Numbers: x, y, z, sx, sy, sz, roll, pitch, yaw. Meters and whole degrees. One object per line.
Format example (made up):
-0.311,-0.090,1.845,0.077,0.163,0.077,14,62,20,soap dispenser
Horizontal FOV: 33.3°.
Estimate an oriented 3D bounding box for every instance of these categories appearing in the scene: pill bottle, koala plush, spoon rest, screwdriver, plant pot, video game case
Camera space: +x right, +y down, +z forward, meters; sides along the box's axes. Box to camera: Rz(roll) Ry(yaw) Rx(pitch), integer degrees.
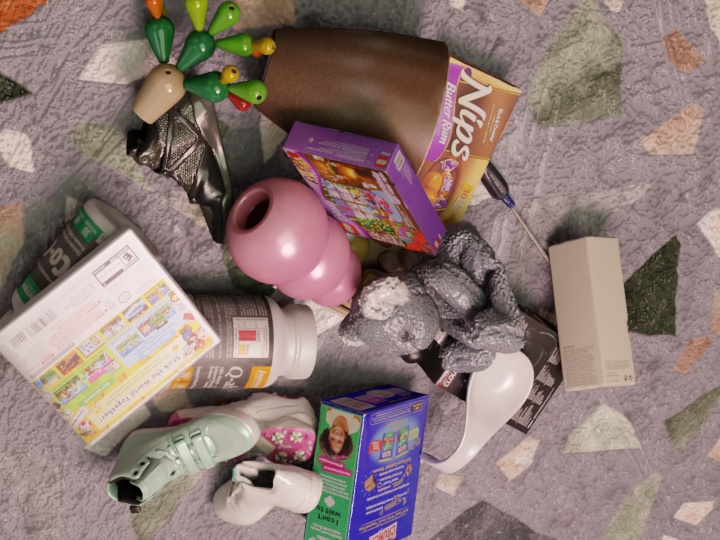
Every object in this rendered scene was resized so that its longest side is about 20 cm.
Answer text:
-0.160,0.088,1.504,0.197,0.116,0.118,2,110,-21,pill bottle
0.073,0.043,1.497,0.197,0.177,0.187,-12,77,-15,koala plush
-0.335,0.026,1.414,0.113,0.113,0.201,38,94,-29,pill bottle
0.159,0.192,1.613,0.099,0.061,0.201,30,100,-29,spoon rest
0.214,-0.077,1.631,0.200,0.028,0.029,46,62,-31,screwdriver
-0.020,-0.207,1.416,0.197,0.187,0.190,15,106,-13,plant pot
-0.288,0.076,1.375,0.199,0.023,0.183,-38,118,-4,video game case

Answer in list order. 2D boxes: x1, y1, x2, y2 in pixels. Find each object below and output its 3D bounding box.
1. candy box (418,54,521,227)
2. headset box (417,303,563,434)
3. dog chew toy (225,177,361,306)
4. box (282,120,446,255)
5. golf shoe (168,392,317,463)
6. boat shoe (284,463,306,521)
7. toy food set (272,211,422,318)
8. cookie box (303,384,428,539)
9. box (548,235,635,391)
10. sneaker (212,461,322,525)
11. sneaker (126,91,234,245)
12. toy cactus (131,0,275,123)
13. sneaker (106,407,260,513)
0.110,-0.165,1.538,0.115,0.057,0.202,20,104,-26,candy box
0.187,0.115,1.668,0.198,0.077,0.150,29,99,-27,headset box
-0.070,-0.023,1.436,0.125,0.125,0.200,-47,134,3,dog chew toy
0.008,-0.092,1.390,0.040,0.135,0.200,-65,151,-17,box
-0.152,0.201,1.585,0.196,0.092,0.076,6,128,0,golf shoe
-0.047,0.340,1.677,0.198,0.067,0.074,30,99,-28,boat shoe
0.000,0.000,1.560,0.198,0.060,0.145,28,99,-27,toy food set
0.009,0.267,1.601,0.170,0.074,0.204,-5,104,-57,cookie box
0.314,0.060,1.636,0.068,0.082,0.204,2,81,-35,box
-0.141,0.278,1.562,0.088,0.198,0.076,31,55,-34,sneaker
-0.212,-0.118,1.427,0.112,0.076,0.202,-18,114,-10,sneaker
-0.194,-0.239,1.350,0.200,0.102,0.165,44,101,0,toy cactus
-0.222,0.242,1.495,0.197,0.119,0.075,-16,116,20,sneaker
